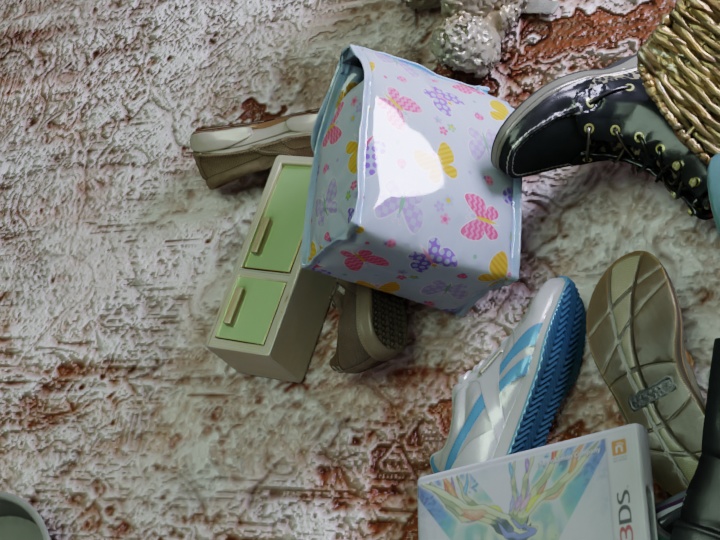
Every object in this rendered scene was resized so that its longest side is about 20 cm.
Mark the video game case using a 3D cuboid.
[{"bbox_3d":[0.128,0.221,1.118,0.199,0.022,0.184,-20,58,33],"label":"video game case"}]

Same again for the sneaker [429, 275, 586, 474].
[{"bbox_3d":[0.122,0.091,1.241,0.080,0.077,0.201,13,69,36],"label":"sneaker"}]

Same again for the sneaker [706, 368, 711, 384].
[{"bbox_3d":[0.333,0.033,1.142,0.074,0.089,0.201,32,81,40],"label":"sneaker"}]

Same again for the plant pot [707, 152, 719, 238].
[{"bbox_3d":[0.345,-0.052,1.019,0.187,0.199,0.202,-25,52,30],"label":"plant pot"}]

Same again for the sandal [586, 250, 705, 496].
[{"bbox_3d":[0.236,0.084,1.198,0.080,0.054,0.202,-27,67,24],"label":"sandal"}]

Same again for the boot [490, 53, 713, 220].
[{"bbox_3d":[0.226,-0.099,1.257,0.202,0.074,0.154,-24,51,-19],"label":"boot"}]

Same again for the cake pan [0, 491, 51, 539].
[{"bbox_3d":[-0.360,0.309,1.427,0.199,0.037,0.202,-15,57,24],"label":"cake pan"}]

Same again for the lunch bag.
[{"bbox_3d":[0.047,-0.083,1.315,0.127,0.168,0.202,-34,45,55],"label":"lunch bag"}]

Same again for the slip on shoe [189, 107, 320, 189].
[{"bbox_3d":[-0.073,-0.121,1.493,0.198,0.076,0.061,-8,99,18],"label":"slip on shoe"}]

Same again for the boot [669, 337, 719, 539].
[{"bbox_3d":[0.324,0.138,1.049,0.198,0.076,0.170,16,85,17],"label":"boot"}]

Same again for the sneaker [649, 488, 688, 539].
[{"bbox_3d":[0.179,0.203,1.147,0.199,0.074,0.088,-36,46,9],"label":"sneaker"}]

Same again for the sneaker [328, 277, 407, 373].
[{"bbox_3d":[0.000,0.000,1.371,0.075,0.070,0.201,-30,41,37],"label":"sneaker"}]

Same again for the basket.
[{"bbox_3d":[0.329,-0.134,1.197,0.200,0.149,0.143,42,106,19],"label":"basket"}]

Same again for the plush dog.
[{"bbox_3d":[0.091,-0.308,1.425,0.160,0.172,0.201,-35,50,8],"label":"plush dog"}]

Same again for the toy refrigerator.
[{"bbox_3d":[-0.068,-0.005,1.413,0.075,0.070,0.202,7,68,33],"label":"toy refrigerator"}]
